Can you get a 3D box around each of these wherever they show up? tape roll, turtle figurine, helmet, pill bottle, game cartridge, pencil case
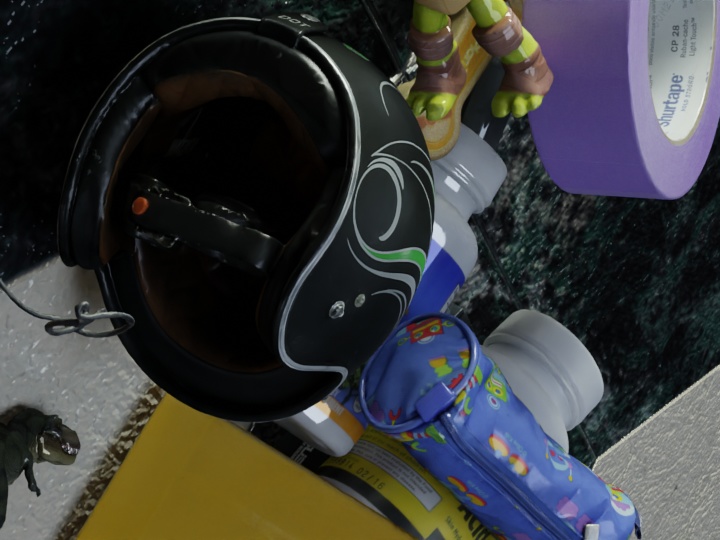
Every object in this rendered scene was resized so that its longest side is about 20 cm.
[{"bbox_3d":[0.159,-0.143,1.164,0.200,0.065,0.201,5,90,-65],"label":"tape roll"},{"bbox_3d":[0.034,-0.153,1.039,0.065,0.199,0.162,-84,160,-44],"label":"turtle figurine"},{"bbox_3d":[-0.053,-0.026,1.043,0.200,0.200,0.191,-57,162,-8],"label":"helmet"},{"bbox_3d":[0.061,0.117,1.265,0.200,0.111,0.112,-43,140,-25],"label":"pill bottle"},{"bbox_3d":[0.000,0.000,1.187,0.200,0.112,0.112,-56,144,-9],"label":"pill bottle"},{"bbox_3d":[-0.073,0.193,1.162,0.177,0.200,0.032,-58,177,-5],"label":"game cartridge"},{"bbox_3d":[0.083,0.111,1.155,0.078,0.087,0.200,-42,124,3],"label":"pencil case"}]

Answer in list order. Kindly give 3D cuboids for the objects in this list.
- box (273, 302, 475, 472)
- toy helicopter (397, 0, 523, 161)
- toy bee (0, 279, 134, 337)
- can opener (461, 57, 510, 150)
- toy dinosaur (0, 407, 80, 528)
[{"bbox_3d":[0.032,0.131,1.369,0.160,0.043,0.200,-47,142,-19],"label":"box"},{"bbox_3d":[0.076,-0.140,1.162,0.132,0.079,0.200,43,65,-30],"label":"toy helicopter"},{"bbox_3d":[-0.221,-0.008,0.921,0.199,0.131,0.109,-3,75,-33],"label":"toy bee"},{"bbox_3d":[0.086,-0.124,1.264,0.066,0.053,0.201,13,102,-54],"label":"can opener"},{"bbox_3d":[-0.199,0.121,1.029,0.200,0.047,0.089,-10,107,-79],"label":"toy dinosaur"}]
